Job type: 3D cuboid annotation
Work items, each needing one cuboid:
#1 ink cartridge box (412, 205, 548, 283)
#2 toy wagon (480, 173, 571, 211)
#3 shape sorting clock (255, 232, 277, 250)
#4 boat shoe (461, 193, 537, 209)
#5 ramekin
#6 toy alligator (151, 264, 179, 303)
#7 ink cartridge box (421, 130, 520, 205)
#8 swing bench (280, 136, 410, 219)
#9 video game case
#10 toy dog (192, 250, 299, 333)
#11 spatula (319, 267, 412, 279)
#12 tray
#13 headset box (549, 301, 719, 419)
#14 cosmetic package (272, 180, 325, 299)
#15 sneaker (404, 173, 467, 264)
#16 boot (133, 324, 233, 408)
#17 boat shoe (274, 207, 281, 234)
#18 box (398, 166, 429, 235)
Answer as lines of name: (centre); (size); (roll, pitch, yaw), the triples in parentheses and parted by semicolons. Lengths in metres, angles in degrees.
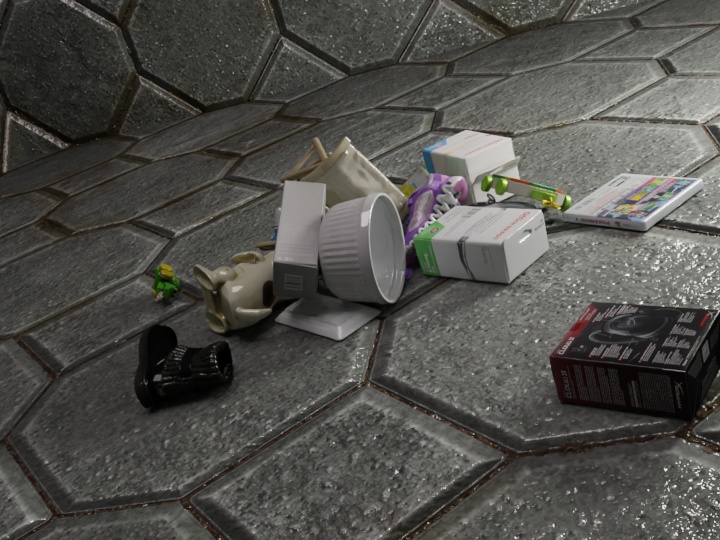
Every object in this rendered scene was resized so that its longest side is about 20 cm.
ink cartridge box: (0.222, -0.050, 1.610); (0.200, 0.084, 0.146); (7, 33, 44)
toy wagon: (0.332, -0.151, 1.703); (0.155, 0.040, 0.200); (12, 7, -17)
shape sorting clock: (-0.113, -0.057, 1.780); (0.199, 0.039, 0.200); (-2, -1, 0)
boat shoe: (0.259, -0.110, 1.736); (0.199, 0.074, 0.068); (-13, 36, 33)
ramekin: (0.002, -0.035, 1.578); (0.105, 0.201, 0.200); (-6, 25, 20)
toy alligator: (-0.420, 0.037, 1.910); (0.054, 0.059, 0.200); (20, 13, -20)
ink cartridge box: (0.250, -0.219, 1.919); (0.128, 0.126, 0.200); (-25, 24, -19)
swing bench: (-0.030, -0.162, 1.788); (0.130, 0.199, 0.200); (-51, 22, -7)
video game case: (0.520, -0.133, 1.672); (0.200, 0.023, 0.182); (-31, 26, -31)
toy dog: (-0.190, 0.021, 1.669); (0.200, 0.140, 0.194); (-27, 19, -31)
spatula: (0.000, 0.000, 1.693); (0.199, 0.021, 0.057); (7, 27, 5)
tray: (-0.064, 0.077, 1.604); (0.107, 0.022, 0.200); (-34, 28, -32)
headset box: (0.357, 0.112, 1.156); (0.199, 0.078, 0.149); (1, 28, 39)
cosmetic package: (-0.111, -0.058, 1.609); (0.090, 0.107, 0.201); (7, 54, 1)
sneaker: (0.125, -0.108, 1.718); (0.088, 0.080, 0.201); (30, 85, 29)
boot: (-0.301, 0.148, 1.528); (0.157, 0.080, 0.211); (-22, 33, 6)
boat shoe: (-0.105, -0.107, 1.900); (0.073, 0.066, 0.200); (-6, -4, 38)
box: (0.083, -0.118, 1.832); (0.200, 0.048, 0.117); (-42, 22, 9)
